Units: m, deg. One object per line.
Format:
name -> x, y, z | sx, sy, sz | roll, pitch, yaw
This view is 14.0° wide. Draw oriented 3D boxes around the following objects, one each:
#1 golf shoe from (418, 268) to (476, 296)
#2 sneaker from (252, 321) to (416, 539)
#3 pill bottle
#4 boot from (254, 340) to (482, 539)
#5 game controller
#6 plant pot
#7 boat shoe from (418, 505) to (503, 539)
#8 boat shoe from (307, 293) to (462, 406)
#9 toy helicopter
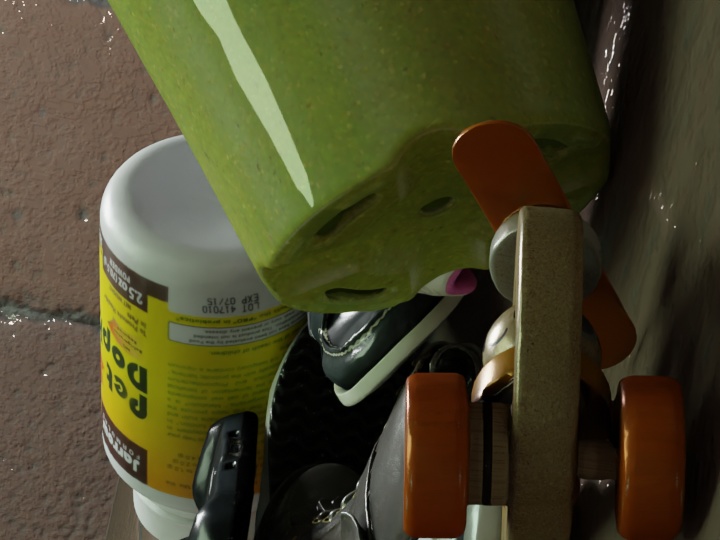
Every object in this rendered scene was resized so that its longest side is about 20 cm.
golf shoe -> 0.049, -0.078, 1.149 | 0.201, 0.091, 0.075 | -60, -24, -7
sneaker -> -0.023, 0.114, 1.364 | 0.093, 0.070, 0.201 | 137, 141, -68
pill bottle -> -0.072, 0.040, 1.419 | 0.110, 0.109, 0.201 | -88, 1, -50
boot -> 0.013, 0.098, 1.201 | 0.200, 0.069, 0.175 | -91, 21, -55
game controller -> -0.063, 0.128, 1.291 | 0.200, 0.042, 0.105 | -98, 28, -80
plant pot -> -0.003, -0.093, 1.033 | 0.201, 0.199, 0.185 | 115, 137, -62
boat shoe -> 0.011, 0.147, 1.035 | 0.074, 0.066, 0.201 | -64, -14, -81
boat shoe -> 0.002, -0.002, 1.243 | 0.074, 0.066, 0.199 | -41, 8, 16
toy helicopter -> 0.053, 0.042, 0.905 | 0.200, 0.078, 0.133 | 88, -177, -65
